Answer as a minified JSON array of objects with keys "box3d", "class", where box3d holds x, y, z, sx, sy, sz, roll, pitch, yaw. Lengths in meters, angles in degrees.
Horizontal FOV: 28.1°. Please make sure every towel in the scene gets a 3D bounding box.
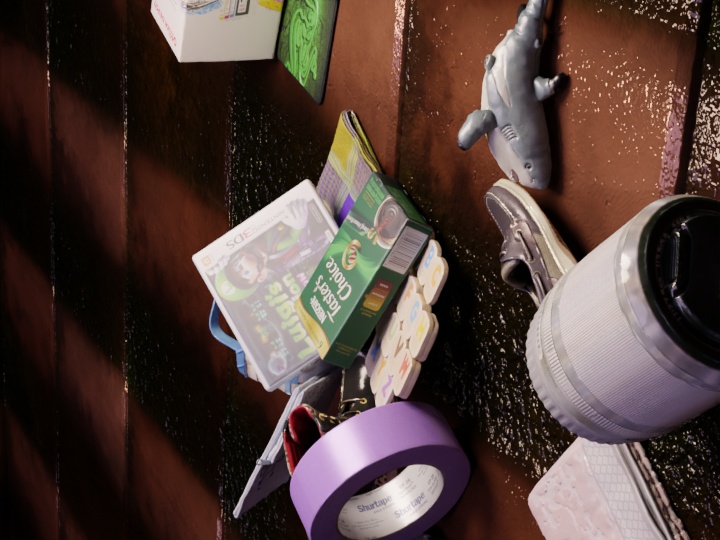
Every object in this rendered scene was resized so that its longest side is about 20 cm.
[{"box3d":[-0.018,-0.089,1.814,0.145,0.023,0.201,64,148,31],"class":"towel"},{"box3d":[0.241,0.260,1.382,0.202,0.032,0.192,66,150,31],"class":"towel"}]

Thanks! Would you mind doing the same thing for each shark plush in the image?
[{"box3d":[0.170,-0.186,1.408,0.083,0.090,0.203,22,100,35],"class":"shark plush"}]

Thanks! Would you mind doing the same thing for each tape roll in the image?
[{"box3d":[0.023,0.239,1.623,0.066,0.198,0.202,59,145,38],"class":"tape roll"}]

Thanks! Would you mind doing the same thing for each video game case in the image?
[{"box3d":[-0.089,0.018,1.794,0.201,0.181,0.023,58,-174,14],"class":"video game case"}]

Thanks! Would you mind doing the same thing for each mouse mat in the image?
[{"box3d":[-0.071,-0.338,1.871,0.161,0.007,0.202,52,141,46],"class":"mouse mat"}]

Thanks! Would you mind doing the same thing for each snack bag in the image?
[{"box3d":[-0.086,0.215,1.828,0.021,0.188,0.202,30,105,11],"class":"snack bag"}]

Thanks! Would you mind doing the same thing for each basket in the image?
[{"box3d":[-0.116,0.061,1.898,0.199,0.139,0.178,31,129,22],"class":"basket"}]

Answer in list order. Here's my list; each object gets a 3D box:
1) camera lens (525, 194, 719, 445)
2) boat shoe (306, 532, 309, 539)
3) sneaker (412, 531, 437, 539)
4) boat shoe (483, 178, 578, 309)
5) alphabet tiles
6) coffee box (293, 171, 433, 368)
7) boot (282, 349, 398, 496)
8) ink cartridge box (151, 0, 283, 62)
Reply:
[{"box3d":[0.243,0.044,1.176,0.200,0.158,0.162,-46,56,57],"class":"camera lens"},{"box3d":[-0.039,0.302,1.904,0.069,0.074,0.202,112,142,-53],"class":"boat shoe"},{"box3d":[0.057,0.341,1.736,0.201,0.084,0.078,-101,-7,-54],"class":"sneaker"},{"box3d":[0.166,-0.010,1.403,0.201,0.064,0.072,58,173,36],"class":"boat shoe"},{"box3d":[0.047,0.054,1.641,0.201,0.014,0.197,-107,36,-61],"class":"alphabet tiles"},{"box3d":[0.000,0.000,1.681,0.201,0.044,0.123,-58,33,19],"class":"coffee box"},{"box3d":[-0.024,0.182,1.727,0.073,0.150,0.203,-15,68,36],"class":"boot"},{"box3d":[-0.187,-0.402,1.926,0.148,0.143,0.202,-121,35,-44],"class":"ink cartridge box"}]
